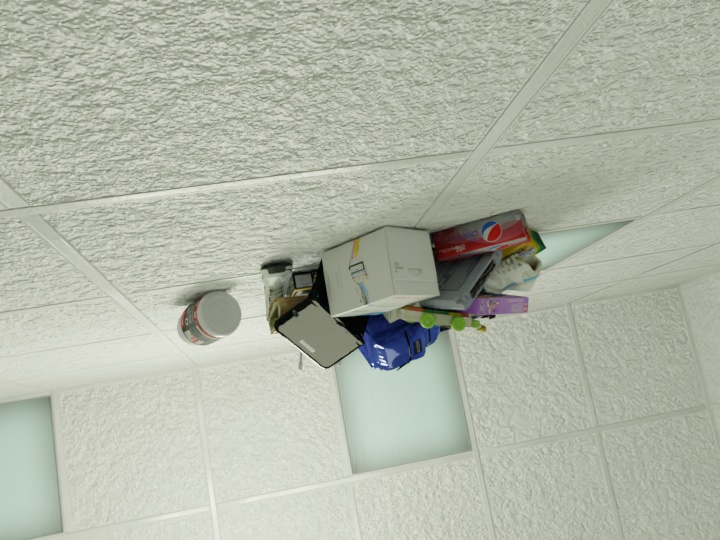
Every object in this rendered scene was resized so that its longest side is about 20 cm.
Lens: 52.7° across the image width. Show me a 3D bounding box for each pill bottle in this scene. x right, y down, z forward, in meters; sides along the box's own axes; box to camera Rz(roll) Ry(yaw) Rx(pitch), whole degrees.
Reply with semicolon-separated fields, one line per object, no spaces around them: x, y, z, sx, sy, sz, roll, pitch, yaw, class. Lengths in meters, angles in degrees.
-0.390;0.128;1.845;0.115;0.117;0.200;-3;167;-34;pill bottle

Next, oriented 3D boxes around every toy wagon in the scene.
0.184;0.108;1.611;0.198;0.040;0.155;7;180;-11;toy wagon

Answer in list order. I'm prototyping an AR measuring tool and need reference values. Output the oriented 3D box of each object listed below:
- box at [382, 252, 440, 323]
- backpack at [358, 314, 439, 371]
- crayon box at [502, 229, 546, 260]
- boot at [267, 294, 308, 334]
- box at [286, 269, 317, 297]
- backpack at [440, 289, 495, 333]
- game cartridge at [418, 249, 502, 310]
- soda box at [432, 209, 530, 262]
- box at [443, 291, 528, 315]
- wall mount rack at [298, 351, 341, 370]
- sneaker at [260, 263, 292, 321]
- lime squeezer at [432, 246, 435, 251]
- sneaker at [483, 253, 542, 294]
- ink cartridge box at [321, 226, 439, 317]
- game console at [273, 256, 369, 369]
0.128;0.031;1.708;0.199;0.095;0.078;-24;142;-20;box
0.097;0.144;1.773;0.199;0.168;0.163;-22;134;-15;backpack
0.353;-0.049;1.731;0.125;0.052;0.200;-34;160;23;crayon box
-0.125;0.113;1.682;0.199;0.066;0.176;-14;134;-35;boot
-0.103;0.038;1.843;0.158;0.050;0.200;-10;169;-14;box
0.243;0.054;1.919;0.198;0.155;0.191;-17;-153;11;backpack
0.215;0.015;1.600;0.132;0.041;0.200;5;-140;39;game cartridge
0.262;-0.072;1.578;0.199;0.064;0.070;-15;169;21;soda box
0.271;0.073;1.651;0.136;0.039;0.199;7;-176;44;box
-0.110;0.151;1.822;0.199;0.175;0.075;-2;152;-34;wall mount rack
-0.184;0.054;1.657;0.075;0.116;0.201;-8;169;-10;sneaker
0.222;-0.055;1.699;0.198;0.038;0.071;-10;169;1;lime squeezer
0.336;0.003;1.671;0.199;0.077;0.081;-5;132;-40;sneaker
0.042;0.007;1.546;0.147;0.146;0.199;2;164;-45;ink cartridge box
-0.079;0.096;1.632;0.175;0.117;0.200;-35;129;12;game console
